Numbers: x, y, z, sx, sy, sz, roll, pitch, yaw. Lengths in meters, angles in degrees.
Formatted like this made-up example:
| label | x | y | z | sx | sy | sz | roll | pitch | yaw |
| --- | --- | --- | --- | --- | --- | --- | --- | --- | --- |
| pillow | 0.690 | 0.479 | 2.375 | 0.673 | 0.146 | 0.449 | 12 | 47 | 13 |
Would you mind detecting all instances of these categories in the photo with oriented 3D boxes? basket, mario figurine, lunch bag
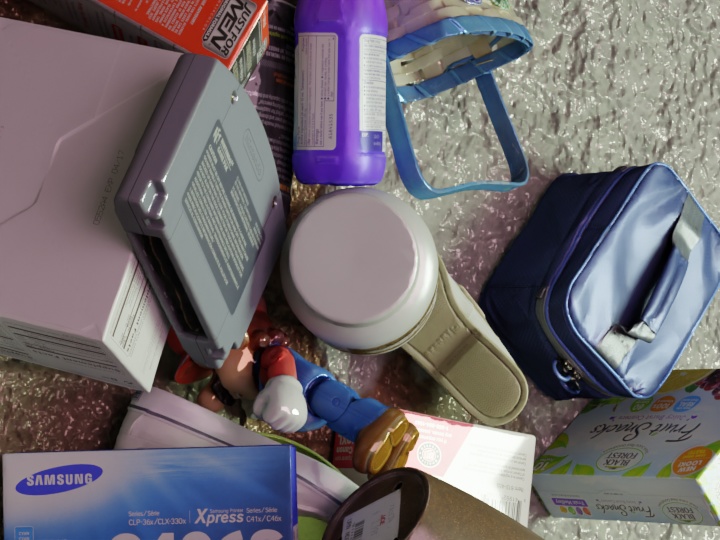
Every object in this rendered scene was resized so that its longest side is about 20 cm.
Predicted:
| label | x | y | z | sx | sy | sz | roll | pitch | yaw |
| --- | --- | --- | --- | --- | --- | --- | --- | --- | --- |
| basket | 0.054 | -0.153 | 1.577 | 0.176 | 0.138 | 0.202 | -10 | 83 | -60 |
| mario figurine | -0.062 | 0.096 | 1.478 | 0.106 | 0.199 | 0.124 | -40 | 151 | -39 |
| lunch bag | 0.203 | 0.013 | 1.692 | 0.136 | 0.132 | 0.201 | 45 | 62 | -24 |

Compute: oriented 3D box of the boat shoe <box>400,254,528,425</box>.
| label | x | y | z | sx | sy | sz | roll | pitch | yaw |
| --- | --- | --- | --- | --- | --- | --- | --- | --- | --- |
| boat shoe | 0.054 | 0.038 | 1.618 | 0.074 | 0.068 | 0.201 | -36 | 87 | 0 |

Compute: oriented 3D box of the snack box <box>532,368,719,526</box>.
| label | x | y | z | sx | sy | sz | roll | pitch | yaw |
| --- | --- | --- | --- | --- | --- | --- | --- | --- | --- |
| snack box | 0.248 | 0.140 | 1.671 | 0.142 | 0.199 | 0.053 | -45 | 112 | -30 |

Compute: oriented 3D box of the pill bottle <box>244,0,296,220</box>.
| label | x | y | z | sx | sy | sz | roll | pitch | yaw |
| --- | --- | --- | --- | --- | --- | --- | --- | --- | --- |
| pill bottle | -0.098 | -0.093 | 1.497 | 0.105 | 0.106 | 0.202 | 10 | 80 | -35 |

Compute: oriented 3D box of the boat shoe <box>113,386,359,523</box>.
| label | x | y | z | sx | sy | sz | roll | pitch | yaw |
| --- | --- | --- | --- | --- | --- | --- | --- | --- | --- |
| boat shoe | -0.080 | 0.151 | 1.466 | 0.199 | 0.072 | 0.066 | 27 | 77 | -8 |

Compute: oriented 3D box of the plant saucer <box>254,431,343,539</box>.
| label | x | y | z | sx | sy | sz | roll | pitch | yaw |
| --- | --- | --- | --- | --- | --- | --- | --- | --- | --- |
| plant saucer | -0.080 | 0.215 | 1.490 | 0.198 | 0.031 | 0.202 | 8 | 63 | -15 |

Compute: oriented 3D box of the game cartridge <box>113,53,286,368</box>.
| label | x | y | z | sx | sy | sz | roll | pitch | yaw |
| --- | --- | --- | --- | --- | --- | --- | --- | --- | --- |
| game cartridge | -0.099 | -0.042 | 1.346 | 0.201 | 0.041 | 0.134 | 71 | 31 | -55 |

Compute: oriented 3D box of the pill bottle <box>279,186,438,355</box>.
| label | x | y | z | sx | sy | sz | roll | pitch | yaw |
| --- | --- | --- | --- | --- | --- | --- | --- | --- | --- |
| pill bottle | 0.000 | 0.000 | 1.488 | 0.113 | 0.200 | 0.116 | 0 | 85 | 3 |

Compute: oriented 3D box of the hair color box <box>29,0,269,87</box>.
| label | x | y | z | sx | sy | sz | roll | pitch | yaw |
| --- | --- | --- | --- | --- | --- | --- | --- | --- | --- |
| hair color box | -0.161 | -0.191 | 1.406 | 0.199 | 0.102 | 0.062 | 30 | 80 | 3 |

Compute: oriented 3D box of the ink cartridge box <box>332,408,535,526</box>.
| label | x | y | z | sx | sy | sz | roll | pitch | yaw |
| --- | --- | --- | --- | --- | --- | --- | --- | --- | --- |
| ink cartridge box | 0.049 | 0.217 | 1.590 | 0.144 | 0.084 | 0.202 | 13 | 78 | -35 |

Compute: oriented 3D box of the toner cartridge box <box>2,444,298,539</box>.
| label | x | y | z | sx | sy | sz | roll | pitch | yaw |
| --- | --- | --- | --- | --- | --- | --- | --- | --- | --- |
| toner cartridge box | -0.142 | 0.169 | 1.411 | 0.198 | 0.043 | 0.096 | -2 | 85 | 2 |

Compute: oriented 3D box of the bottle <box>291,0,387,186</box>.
| label | x | y | z | sx | sy | sz | roll | pitch | yaw |
| --- | --- | --- | --- | --- | --- | --- | --- | --- | --- |
| bottle | -0.014 | -0.161 | 1.474 | 0.083 | 0.065 | 0.202 | -14 | 104 | -78 |

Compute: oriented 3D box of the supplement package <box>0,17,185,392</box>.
| label | x | y | z | sx | sy | sz | roll | pitch | yaw |
| --- | --- | --- | --- | --- | --- | --- | --- | --- | --- |
| supplement package | -0.192 | -0.044 | 1.377 | 0.111 | 0.154 | 0.202 | 63 | 42 | -66 |

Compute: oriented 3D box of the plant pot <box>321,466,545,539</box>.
| label | x | y | z | sx | sy | sz | roll | pitch | yaw |
| --- | --- | --- | --- | --- | --- | --- | --- | --- | --- |
| plant pot | 0.065 | 0.236 | 1.426 | 0.200 | 0.186 | 0.188 | 49 | 61 | -26 |
